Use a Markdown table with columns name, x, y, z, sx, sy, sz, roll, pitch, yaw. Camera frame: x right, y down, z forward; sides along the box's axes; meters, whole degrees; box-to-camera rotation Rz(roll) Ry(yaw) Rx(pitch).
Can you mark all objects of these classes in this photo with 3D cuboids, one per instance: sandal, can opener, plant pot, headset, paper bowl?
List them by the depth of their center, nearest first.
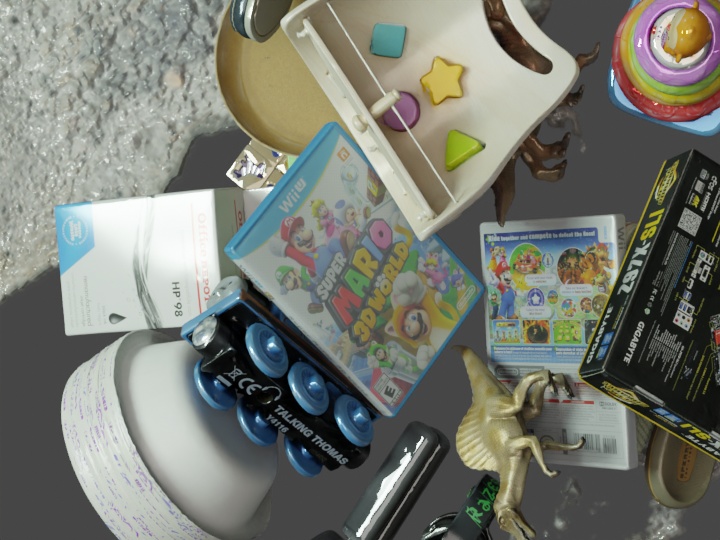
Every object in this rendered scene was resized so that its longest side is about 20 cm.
| name | x | y | z | sx | sy | sz | roll | pitch | yaw |
| --- | --- | --- | --- | --- | --- | --- | --- | --- | --- |
| sandal | 0.279 | 0.100 | 1.179 | 0.079 | 0.054 | 0.203 | 5 | 96 | -20 |
| paper bowl | -0.145 | 0.140 | 1.200 | 0.104 | 0.200 | 0.202 | -32 | 86 | 19 |
| headset | 0.056 | 0.249 | 1.216 | 0.093 | 0.123 | 0.202 | 31 | 122 | 12 |
| plant pot | -0.028 | -0.188 | 1.235 | 0.197 | 0.027 | 0.203 | -3 | 76 | 13 |
| can opener | -0.003 | 0.212 | 1.253 | 0.067 | 0.053 | 0.201 | 34 | 92 | 31 |

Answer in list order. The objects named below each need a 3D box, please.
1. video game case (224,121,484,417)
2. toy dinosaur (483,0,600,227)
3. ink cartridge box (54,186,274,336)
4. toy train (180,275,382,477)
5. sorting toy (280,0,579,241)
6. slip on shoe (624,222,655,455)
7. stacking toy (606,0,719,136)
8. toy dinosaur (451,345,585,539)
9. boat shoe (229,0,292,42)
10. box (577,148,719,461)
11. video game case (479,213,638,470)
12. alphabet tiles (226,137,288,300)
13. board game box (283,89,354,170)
| name | x | y | z | sx | sy | sz | roll | pitch | yaw |
| --- | --- | --- | --- | --- | --- | --- | --- | --- | --- |
| video game case | 0.000 | 0.000 | 1.181 | 0.200 | 0.018 | 0.144 | 46 | 68 | -19 |
| toy dinosaur | 0.117 | -0.145 | 1.203 | 0.134 | 0.086 | 0.203 | 16 | 100 | 10 |
| ink cartridge box | -0.161 | -0.010 | 1.257 | 0.197 | 0.067 | 0.118 | -5 | 91 | 20 |
| toy train | -0.061 | 0.084 | 1.190 | 0.086 | 0.115 | 0.200 | -33 | 124 | 25 |
| sorting toy | 0.068 | -0.154 | 1.132 | 0.179 | 0.107 | 0.201 | -33 | 85 | 4 |
| slip on shoe | 0.213 | 0.061 | 1.205 | 0.061 | 0.073 | 0.203 | 4 | 101 | 46 |
| stacking toy | 0.247 | -0.173 | 1.114 | 0.108 | 0.200 | 0.118 | 20 | 97 | 10 |
| toy dinosaur | 0.118 | 0.114 | 1.166 | 0.100 | 0.058 | 0.202 | -28 | 50 | 18 |
| boat shoe | -0.083 | -0.287 | 1.221 | 0.061 | 0.075 | 0.203 | 9 | 76 | 15 |
| box | 0.277 | 0.031 | 1.132 | 0.158 | 0.049 | 0.202 | 29 | 73 | -13 |
| video game case | 0.162 | 0.058 | 1.196 | 0.142 | 0.018 | 0.203 | -2 | 93 | 46 |
| alphabet tiles | -0.037 | -0.059 | 1.266 | 0.167 | 0.008 | 0.201 | 39 | 96 | 11 |
| board game box | -0.012 | -0.055 | 1.243 | 0.094 | 0.030 | 0.203 | -6 | 89 | 12 |
